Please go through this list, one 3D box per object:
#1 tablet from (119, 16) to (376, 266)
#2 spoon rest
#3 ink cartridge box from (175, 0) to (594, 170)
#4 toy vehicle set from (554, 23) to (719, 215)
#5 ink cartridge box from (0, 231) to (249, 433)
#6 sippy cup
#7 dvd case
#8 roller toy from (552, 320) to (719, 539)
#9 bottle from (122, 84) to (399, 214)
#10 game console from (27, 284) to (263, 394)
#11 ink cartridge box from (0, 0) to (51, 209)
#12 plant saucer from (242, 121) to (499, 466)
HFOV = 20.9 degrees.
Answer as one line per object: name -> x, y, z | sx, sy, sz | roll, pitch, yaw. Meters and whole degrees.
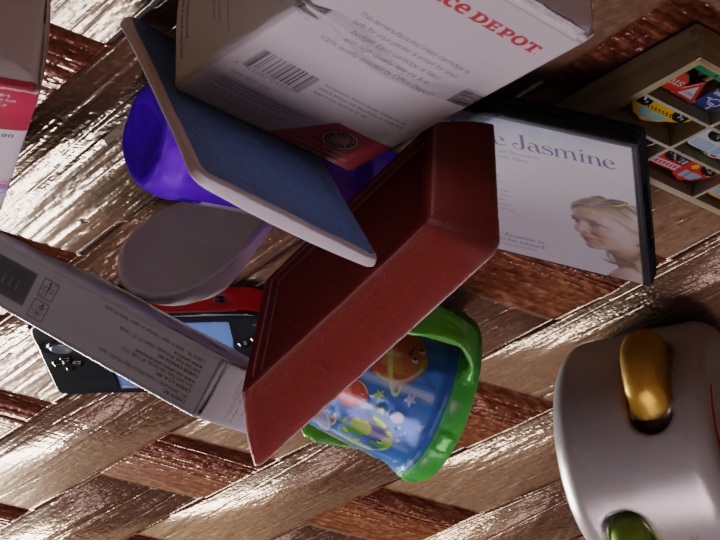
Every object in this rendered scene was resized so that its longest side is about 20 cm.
tablet -> -0.068, -0.077, 1.135 | 0.130, 0.200, 0.014 | 26, 111, -32
spoon rest -> -0.073, -0.030, 1.345 | 0.199, 0.100, 0.061 | -16, 129, -1
ink cartridge box -> 0.011, -0.150, 1.103 | 0.145, 0.085, 0.199 | 23, 146, -38
toy vehicle set -> 0.241, -0.090, 1.289 | 0.199, 0.027, 0.124 | 21, 146, -35
ink cartridge box -> -0.145, 0.044, 1.273 | 0.199, 0.044, 0.174 | 27, 177, 20
sippy cup -> 0.008, 0.081, 1.513 | 0.130, 0.140, 0.179 | 19, 109, -15
dvd case -> 0.126, -0.055, 1.311 | 0.142, 0.018, 0.200 | 15, 157, 18
roller toy -> 0.246, 0.135, 1.560 | 0.139, 0.201, 0.182 | -13, -175, 23
bottle -> -0.051, -0.069, 1.259 | 0.199, 0.084, 0.066 | 11, 113, -29
game console -> -0.158, 0.062, 1.565 | 0.198, 0.031, 0.177 | -1, 152, 1
ink cartridge box -> -0.278, -0.102, 1.185 | 0.147, 0.086, 0.200 | 7, 150, -16
plant saucer -> 0.000, 0.000, 1.177 | 0.037, 0.200, 0.200 | 41, 110, -16
